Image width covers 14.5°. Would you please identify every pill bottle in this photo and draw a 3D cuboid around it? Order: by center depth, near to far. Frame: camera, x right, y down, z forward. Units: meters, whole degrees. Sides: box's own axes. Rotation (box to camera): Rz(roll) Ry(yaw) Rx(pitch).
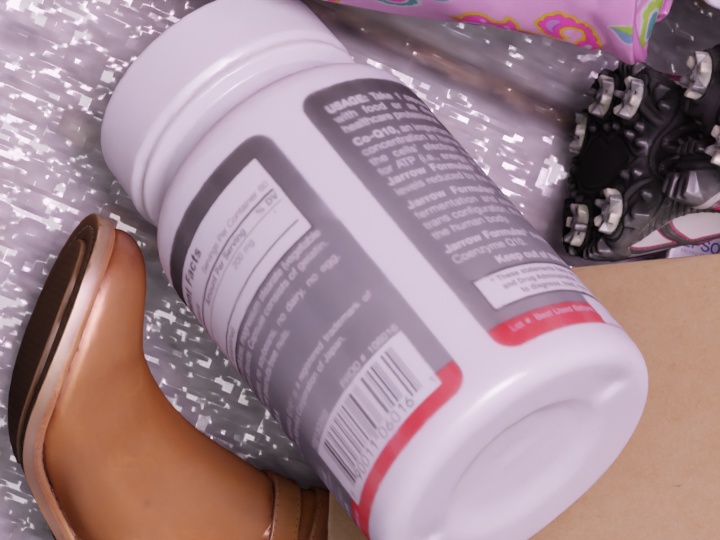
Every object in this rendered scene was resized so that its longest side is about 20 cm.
[{"bbox_3d":[0.000,0.000,1.003,0.114,0.114,0.200,-34,61,-9],"label":"pill bottle"}]

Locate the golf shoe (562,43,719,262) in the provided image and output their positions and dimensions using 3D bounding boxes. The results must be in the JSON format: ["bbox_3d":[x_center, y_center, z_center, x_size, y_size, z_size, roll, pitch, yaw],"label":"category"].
[{"bbox_3d":[0.134,-0.036,1.032,0.088,0.200,0.077,13,82,-18],"label":"golf shoe"}]

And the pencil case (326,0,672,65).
[{"bbox_3d":[0.015,-0.130,1.000,0.200,0.087,0.088,11,91,13],"label":"pencil case"}]

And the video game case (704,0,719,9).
[{"bbox_3d":[0.237,-0.151,0.967,0.182,0.023,0.200,19,111,-19],"label":"video game case"}]

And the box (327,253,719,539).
[{"bbox_3d":[0.085,0.075,1.019,0.200,0.021,0.164,-6,67,18],"label":"box"}]

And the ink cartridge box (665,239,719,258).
[{"bbox_3d":[0.139,0.084,1.126,0.094,0.037,0.200,14,93,-13],"label":"ink cartridge box"}]

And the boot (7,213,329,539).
[{"bbox_3d":[-0.056,0.085,1.056,0.155,0.077,0.201,8,95,-12],"label":"boot"}]
